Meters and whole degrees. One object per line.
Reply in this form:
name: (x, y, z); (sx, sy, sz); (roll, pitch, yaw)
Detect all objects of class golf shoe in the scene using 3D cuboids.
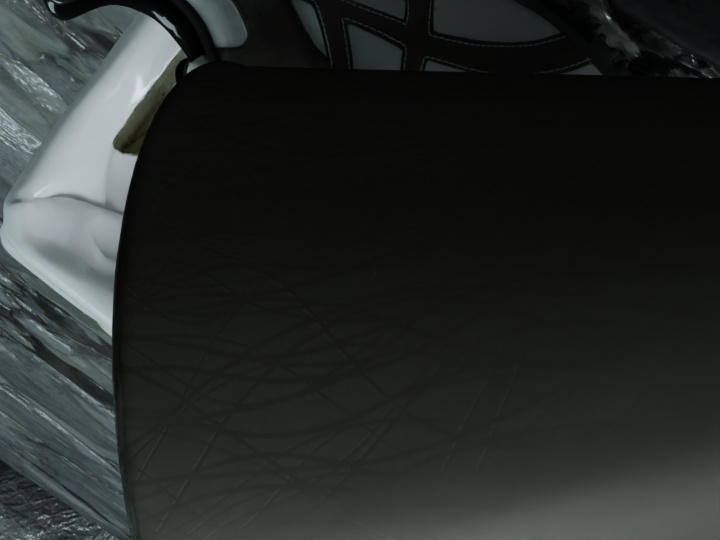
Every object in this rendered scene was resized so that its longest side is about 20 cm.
golf shoe: (-0.001, -0.058, 0.806); (0.199, 0.095, 0.078); (34, 167, 5)

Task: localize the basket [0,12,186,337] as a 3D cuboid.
basket: (0.000, 0.000, 0.933); (0.199, 0.136, 0.123); (35, 172, 5)

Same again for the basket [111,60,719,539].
basket: (0.059, 0.023, 0.685); (0.199, 0.182, 0.136); (-8, 171, 26)
